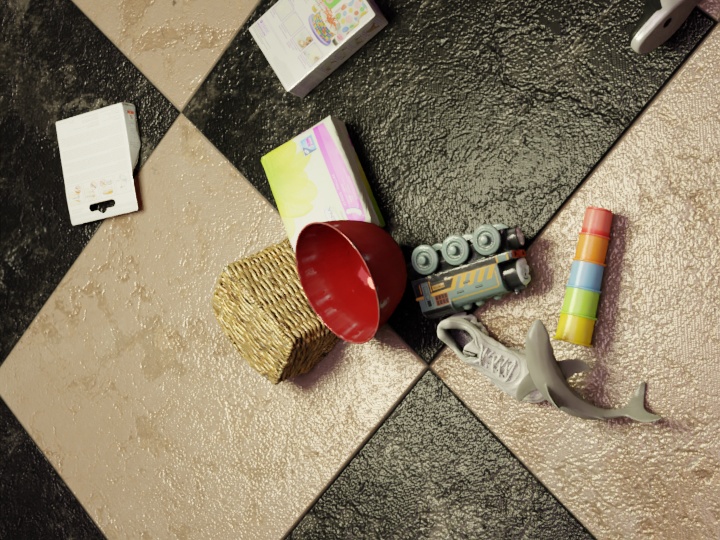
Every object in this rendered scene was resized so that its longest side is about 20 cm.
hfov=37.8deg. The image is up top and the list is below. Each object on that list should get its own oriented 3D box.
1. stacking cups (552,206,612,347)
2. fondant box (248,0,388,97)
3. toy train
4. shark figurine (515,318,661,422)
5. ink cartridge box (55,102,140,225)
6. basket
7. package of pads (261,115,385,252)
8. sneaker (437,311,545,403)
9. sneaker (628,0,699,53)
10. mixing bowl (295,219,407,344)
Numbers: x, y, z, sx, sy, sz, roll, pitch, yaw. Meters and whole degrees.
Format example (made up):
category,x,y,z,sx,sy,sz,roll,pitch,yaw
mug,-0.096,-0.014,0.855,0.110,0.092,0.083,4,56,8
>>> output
category,x,y,z,sx,sy,sz,roll,pitch,yaw
stacking cups,0.333,0.009,1.534,0.060,0.060,0.202,14,89,26
fondant box,-0.072,-0.410,1.764,0.200,0.058,0.145,-38,71,20
toy train,0.164,0.000,1.603,0.199,0.085,0.115,-18,86,27
shark figurine,0.304,0.181,1.489,0.214,0.090,0.129,32,109,0
ink cartridge box,-0.480,-0.197,1.963,0.161,0.050,0.202,-10,90,25
basket,-0.133,0.074,1.754,0.200,0.148,0.143,46,139,22
package of pads,-0.067,-0.129,1.733,0.154,0.068,0.201,-28,74,21
sneaker,0.197,0.133,1.576,0.199,0.081,0.075,32,98,23
sneaker,0.433,-0.415,1.512,0.200,0.073,0.112,-47,65,7
mixing bowl,0.000,0.000,1.629,0.200,0.108,0.201,32,136,37
